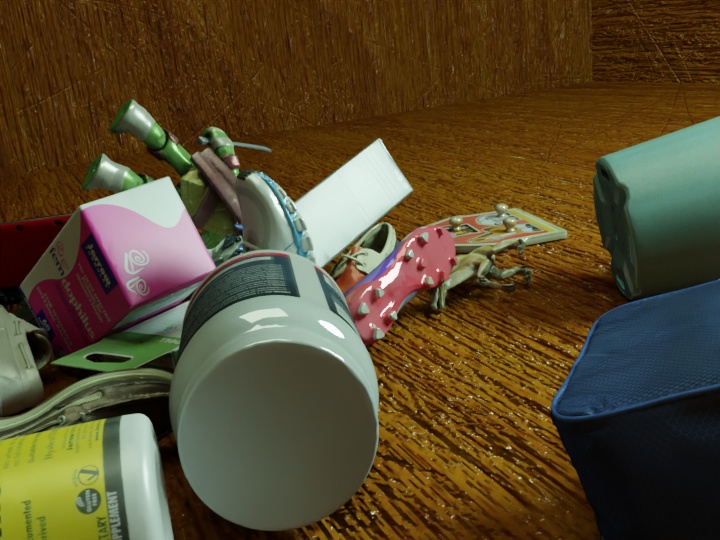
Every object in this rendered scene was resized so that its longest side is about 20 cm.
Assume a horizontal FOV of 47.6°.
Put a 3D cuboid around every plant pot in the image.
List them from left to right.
[{"bbox_3d":[0.351,-0.065,0.833,0.192,0.204,0.201,-12,15,6],"label":"plant pot"}]

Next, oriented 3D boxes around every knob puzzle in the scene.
[{"bbox_3d":[0.165,-0.064,1.161,0.215,0.031,0.220,-6,17,2],"label":"knob puzzle"}]

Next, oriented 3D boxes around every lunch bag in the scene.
[{"bbox_3d":[0.198,0.091,0.445,0.134,0.134,0.199,-19,6,31],"label":"lunch bag"}]

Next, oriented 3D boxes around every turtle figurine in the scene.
[{"bbox_3d":[-0.194,-0.086,0.882,0.192,0.144,0.201,31,19,-28],"label":"turtle figurine"}]

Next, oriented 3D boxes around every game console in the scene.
[{"bbox_3d":[-0.409,-0.030,1.112,0.196,0.121,0.173,-8,16,-6],"label":"game console"}]

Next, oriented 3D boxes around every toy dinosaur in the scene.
[{"bbox_3d":[0.143,-0.011,0.940,0.099,0.059,0.199,2,18,29],"label":"toy dinosaur"}]

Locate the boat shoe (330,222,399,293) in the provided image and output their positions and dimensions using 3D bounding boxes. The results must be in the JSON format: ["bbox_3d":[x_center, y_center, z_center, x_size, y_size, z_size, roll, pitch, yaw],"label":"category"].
[{"bbox_3d":[0.000,0.000,0.952,0.070,0.064,0.200,3,20,22],"label":"boat shoe"}]

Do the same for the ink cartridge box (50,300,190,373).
[{"bbox_3d":[-0.165,0.078,0.749,0.102,0.061,0.199,3,18,36],"label":"ink cartridge box"}]

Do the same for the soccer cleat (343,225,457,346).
[{"bbox_3d":[0.031,0.013,0.850,0.076,0.067,0.200,-13,22,44],"label":"soccer cleat"}]

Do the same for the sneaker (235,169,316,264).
[{"bbox_3d":[-0.081,0.018,0.694,0.086,0.203,0.075,-24,22,-24],"label":"sneaker"}]

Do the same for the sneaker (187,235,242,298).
[{"bbox_3d":[-0.188,-0.024,1.084,0.197,0.079,0.086,-16,15,-32],"label":"sneaker"}]

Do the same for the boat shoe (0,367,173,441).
[{"bbox_3d":[-0.216,0.135,0.585,0.199,0.076,0.075,-18,33,-17],"label":"boat shoe"}]

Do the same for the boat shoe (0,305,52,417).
[{"bbox_3d":[-0.336,0.082,0.795,0.069,0.072,0.200,-7,18,-22],"label":"boat shoe"}]

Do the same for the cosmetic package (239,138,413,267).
[{"bbox_3d":[-0.040,-0.064,0.998,0.199,0.091,0.106,-38,5,-36],"label":"cosmetic package"}]

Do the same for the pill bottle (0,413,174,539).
[{"bbox_3d":[-0.202,0.150,0.431,0.196,0.114,0.111,-11,16,-12],"label":"pill bottle"}]

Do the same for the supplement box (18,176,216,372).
[{"bbox_3d":[-0.239,0.008,0.791,0.103,0.102,0.199,-26,-5,-44],"label":"supplement box"}]

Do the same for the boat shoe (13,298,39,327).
[{"bbox_3d":[-0.317,0.016,0.979,0.200,0.075,0.075,-44,36,-24],"label":"boat shoe"}]

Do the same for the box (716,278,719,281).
[{"bbox_3d":[0.321,0.048,0.590,0.198,0.097,0.099,-17,19,-41],"label":"box"}]

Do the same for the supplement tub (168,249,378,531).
[{"bbox_3d":[-0.062,0.074,0.579,0.137,0.143,0.200,-8,16,-6],"label":"supplement tub"}]
